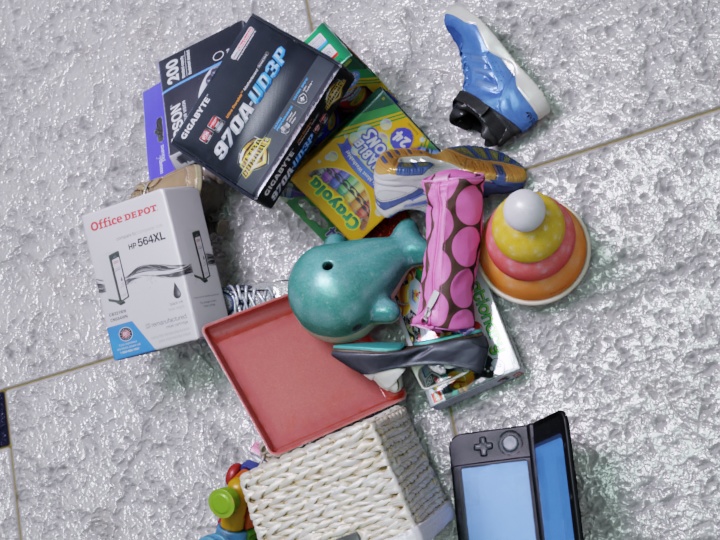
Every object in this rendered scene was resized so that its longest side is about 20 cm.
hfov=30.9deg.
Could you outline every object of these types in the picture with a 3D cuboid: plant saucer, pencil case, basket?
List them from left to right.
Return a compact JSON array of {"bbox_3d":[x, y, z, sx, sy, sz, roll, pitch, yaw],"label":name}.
[{"bbox_3d":[-0.074,0.125,1.658,0.199,0.037,0.200,-21,64,-24],"label":"plant saucer"},{"bbox_3d":[-0.017,0.276,1.565,0.198,0.200,0.161,-24,85,14],"label":"basket"},{"bbox_3d":[0.106,-0.024,1.591,0.091,0.094,0.201,5,94,39],"label":"pencil case"}]

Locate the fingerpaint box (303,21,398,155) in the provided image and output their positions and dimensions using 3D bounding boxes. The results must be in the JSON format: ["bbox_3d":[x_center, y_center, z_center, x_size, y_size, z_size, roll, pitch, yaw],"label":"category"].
[{"bbox_3d":[-0.068,-0.207,1.732,0.200,0.167,0.073,-42,64,7],"label":"fingerpaint box"}]

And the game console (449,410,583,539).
[{"bbox_3d":[0.183,0.280,1.548,0.175,0.116,0.201,-10,74,19],"label":"game console"}]

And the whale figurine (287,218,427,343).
[{"bbox_3d":[0.000,0.000,1.646,0.200,0.104,0.159,-32,57,-6],"label":"whale figurine"}]

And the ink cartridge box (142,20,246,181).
[{"bbox_3d":[-0.231,-0.239,1.839,0.199,0.043,0.199,-26,49,15],"label":"ink cartridge box"}]

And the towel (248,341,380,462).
[{"bbox_3d":[-0.050,0.179,1.711,0.146,0.030,0.201,20,86,24],"label":"towel"}]

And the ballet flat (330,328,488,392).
[{"bbox_3d":[0.062,0.116,1.619,0.199,0.073,0.073,-7,75,11],"label":"ballet flat"}]

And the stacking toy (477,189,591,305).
[{"bbox_3d":[0.205,-0.051,1.563,0.145,0.200,0.147,-2,72,8],"label":"stacking toy"}]

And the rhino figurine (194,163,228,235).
[{"bbox_3d":[-0.204,-0.135,1.825,0.087,0.060,0.201,17,83,47],"label":"rhino figurine"}]

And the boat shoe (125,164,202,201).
[{"bbox_3d":[-0.285,-0.089,1.795,0.200,0.064,0.072,-35,49,43],"label":"boat shoe"}]

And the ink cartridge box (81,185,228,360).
[{"bbox_3d":[-0.269,0.003,1.713,0.146,0.084,0.201,-16,87,28],"label":"ink cartridge box"}]

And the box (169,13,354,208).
[{"bbox_3d":[-0.124,-0.201,1.635,0.159,0.046,0.200,34,91,27],"label":"box"}]

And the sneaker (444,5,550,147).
[{"bbox_3d":[0.146,-0.249,1.706,0.111,0.077,0.200,-38,73,0],"label":"sneaker"}]

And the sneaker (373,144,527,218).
[{"bbox_3d":[0.113,-0.108,1.679,0.199,0.088,0.075,1,32,-8],"label":"sneaker"}]

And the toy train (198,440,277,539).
[{"bbox_3d":[-0.151,0.278,1.659,0.084,0.116,0.201,16,102,24],"label":"toy train"}]

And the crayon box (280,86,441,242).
[{"bbox_3d":[-0.002,-0.126,1.717,0.200,0.052,0.126,-43,103,8],"label":"crayon box"}]

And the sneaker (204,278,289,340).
[{"bbox_3d":[-0.161,0.053,1.754,0.199,0.085,0.077,-14,73,18],"label":"sneaker"}]

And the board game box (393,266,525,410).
[{"bbox_3d":[0.117,0.062,1.669,0.126,0.035,0.201,-25,70,14],"label":"board game box"}]
